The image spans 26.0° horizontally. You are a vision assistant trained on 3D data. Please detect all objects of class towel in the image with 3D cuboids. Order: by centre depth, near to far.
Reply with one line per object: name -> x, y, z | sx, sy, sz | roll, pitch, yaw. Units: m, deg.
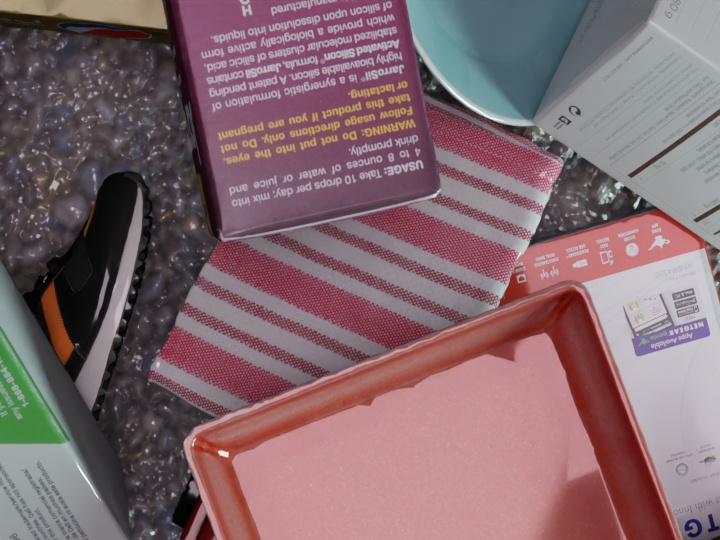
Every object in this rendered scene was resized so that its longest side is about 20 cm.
towel -> 0.000, 0.000, 0.791 | 0.145, 0.030, 0.201 | 24, 75, 12

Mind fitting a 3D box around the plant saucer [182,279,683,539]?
plant saucer -> 0.043, 0.132, 0.714 | 0.198, 0.037, 0.201 | -21, 89, -9

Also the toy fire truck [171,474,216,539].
toy fire truck -> -0.082, 0.178, 0.746 | 0.128, 0.200, 0.177 | 25, 90, -4

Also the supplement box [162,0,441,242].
supplement box -> -0.038, -0.121, 0.712 | 0.102, 0.131, 0.202 | -12, 93, -7

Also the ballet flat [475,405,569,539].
ballet flat -> 0.061, 0.141, 0.770 | 0.064, 0.076, 0.201 | 37, 91, -12

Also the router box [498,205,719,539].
router box -> 0.102, 0.075, 0.830 | 0.198, 0.049, 0.181 | -16, 92, -3

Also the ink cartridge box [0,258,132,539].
ink cartridge box -> -0.225, 0.102, 0.715 | 0.199, 0.083, 0.147 | -26, 117, -1

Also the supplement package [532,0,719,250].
supplement package -> 0.211, -0.085, 0.773 | 0.199, 0.120, 0.122 | 32, 63, -9

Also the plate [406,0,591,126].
plate -> 0.068, -0.173, 0.786 | 0.199, 0.025, 0.202 | 0, 90, -46

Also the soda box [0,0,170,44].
soda box -> -0.162, -0.157, 0.798 | 0.198, 0.068, 0.065 | 6, 91, -4

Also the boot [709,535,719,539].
boot -> 0.190, 0.155, 0.771 | 0.165, 0.201, 0.073 | -2, 48, -20

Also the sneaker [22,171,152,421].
sneaker -> -0.170, 0.038, 0.801 | 0.089, 0.070, 0.202 | 18, 92, -7
